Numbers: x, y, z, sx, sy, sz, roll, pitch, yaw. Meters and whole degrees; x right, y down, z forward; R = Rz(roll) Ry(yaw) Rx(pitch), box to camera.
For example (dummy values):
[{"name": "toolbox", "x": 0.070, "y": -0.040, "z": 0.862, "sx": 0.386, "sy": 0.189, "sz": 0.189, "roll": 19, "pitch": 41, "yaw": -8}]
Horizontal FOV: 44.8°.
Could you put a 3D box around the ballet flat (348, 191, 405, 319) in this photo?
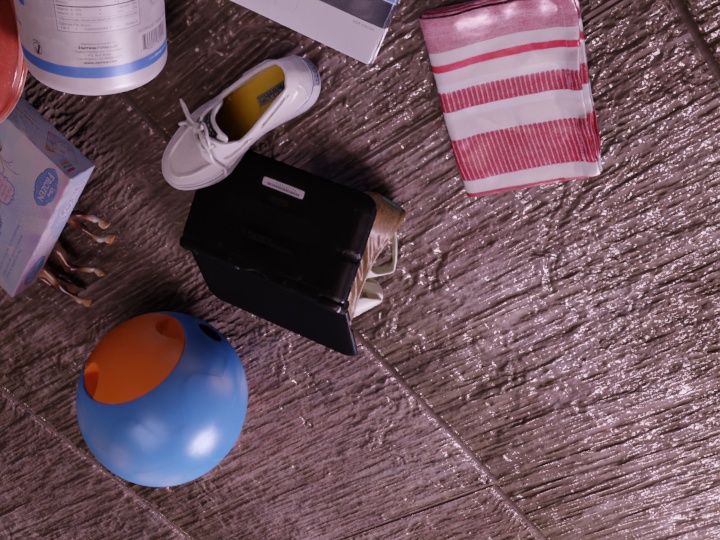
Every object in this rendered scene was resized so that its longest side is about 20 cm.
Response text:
[{"name": "ballet flat", "x": 0.000, "y": 0.000, "z": 0.965, "sx": 0.071, "sy": 0.068, "sz": 0.202, "roll": 9, "pitch": 127, "yaw": -18}]

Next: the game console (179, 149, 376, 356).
[{"name": "game console", "x": -0.079, "y": -0.021, "z": 0.935, "sx": 0.198, "sy": 0.116, "sz": 0.178, "roll": 21, "pitch": 96, "yaw": 19}]

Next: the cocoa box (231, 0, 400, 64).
[{"name": "cocoa box", "x": -0.048, "y": -0.284, "z": 0.690, "sx": 0.197, "sy": 0.134, "sz": 0.132, "roll": 23, "pitch": 129, "yaw": -8}]

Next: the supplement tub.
[{"name": "supplement tub", "x": -0.234, "y": -0.267, "z": 0.743, "sx": 0.130, "sy": 0.133, "sz": 0.202, "roll": 8, "pitch": 129, "yaw": 4}]

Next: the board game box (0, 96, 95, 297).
[{"name": "board game box", "x": -0.397, "y": -0.105, "z": 0.925, "sx": 0.199, "sy": 0.043, "sz": 0.200, "roll": 44, "pitch": 127, "yaw": 1}]

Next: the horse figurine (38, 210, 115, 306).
[{"name": "horse figurine", "x": -0.349, "y": -0.038, "z": 0.998, "sx": 0.131, "sy": 0.050, "sz": 0.201, "roll": 28, "pitch": 133, "yaw": 0}]

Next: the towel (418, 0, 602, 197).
[{"name": "towel", "x": 0.146, "y": -0.162, "z": 0.825, "sx": 0.142, "sy": 0.023, "sz": 0.202, "roll": -8, "pitch": 127, "yaw": 18}]

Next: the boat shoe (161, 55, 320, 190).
[{"name": "boat shoe", "x": -0.133, "y": -0.139, "z": 0.840, "sx": 0.200, "sy": 0.086, "sz": 0.076, "roll": -27, "pitch": 86, "yaw": 27}]

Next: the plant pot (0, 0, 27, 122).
[{"name": "plant pot", "x": -0.430, "y": -0.202, "z": 0.750, "sx": 0.198, "sy": 0.195, "sz": 0.204, "roll": 8, "pitch": 111, "yaw": 21}]

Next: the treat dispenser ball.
[{"name": "treat dispenser ball", "x": -0.232, "y": 0.150, "z": 1.031, "sx": 0.197, "sy": 0.202, "sz": 0.203, "roll": 5, "pitch": 130, "yaw": 6}]
